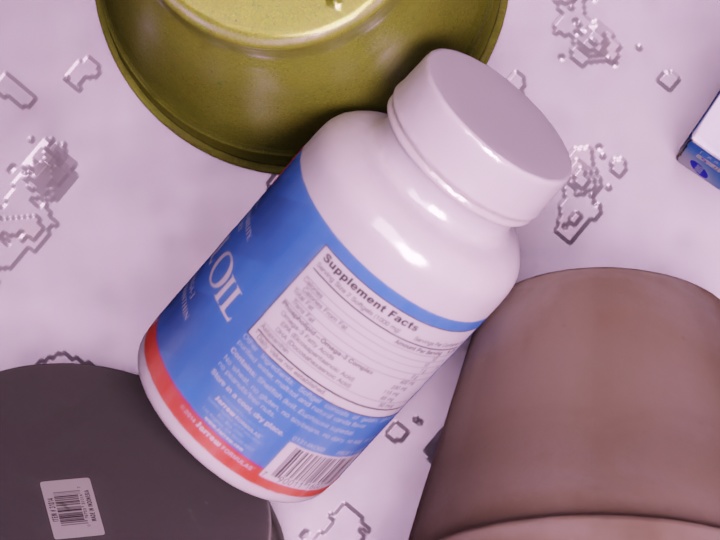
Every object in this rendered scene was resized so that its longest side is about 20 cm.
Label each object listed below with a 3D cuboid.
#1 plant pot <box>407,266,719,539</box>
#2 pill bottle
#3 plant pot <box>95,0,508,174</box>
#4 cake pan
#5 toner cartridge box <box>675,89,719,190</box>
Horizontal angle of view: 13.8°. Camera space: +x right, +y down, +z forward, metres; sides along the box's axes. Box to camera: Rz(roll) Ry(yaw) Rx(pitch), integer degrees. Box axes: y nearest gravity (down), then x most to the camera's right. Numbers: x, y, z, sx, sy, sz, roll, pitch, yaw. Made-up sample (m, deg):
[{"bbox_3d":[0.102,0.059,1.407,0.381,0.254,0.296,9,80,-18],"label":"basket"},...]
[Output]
[{"bbox_3d":[0.109,0.100,1.308,0.200,0.200,0.174,3,64,2],"label":"plant pot"},{"bbox_3d":[0.000,0.000,1.316,0.112,0.112,0.200,43,114,4],"label":"pill bottle"},{"bbox_3d":[-0.032,-0.149,1.319,0.200,0.193,0.201,0,87,2],"label":"plant pot"},{"bbox_3d":[-0.127,0.116,1.322,0.200,0.037,0.200,7,44,-7],"label":"cake pan"},{"bbox_3d":[0.219,-0.126,1.358,0.043,0.095,0.200,34,88,5],"label":"toner cartridge box"}]
